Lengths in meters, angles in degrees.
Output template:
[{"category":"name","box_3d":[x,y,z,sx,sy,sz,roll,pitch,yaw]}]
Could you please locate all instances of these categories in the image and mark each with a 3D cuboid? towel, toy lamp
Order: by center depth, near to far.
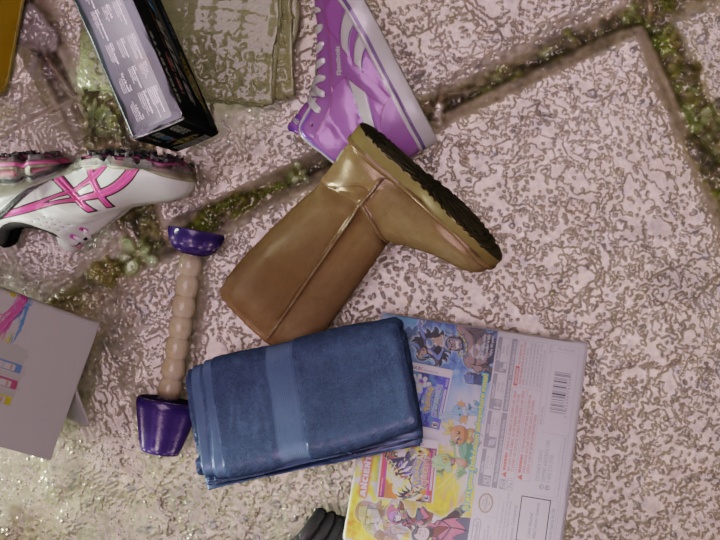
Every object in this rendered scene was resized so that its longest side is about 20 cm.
[{"category":"towel","box_3d":[-0.047,0.111,1.140,0.199,0.049,0.112,-14,70,14]},{"category":"toy lamp","box_3d":[-0.161,0.064,1.200,0.058,0.058,0.201,11,90,6]},{"category":"towel","box_3d":[-0.153,-0.221,1.207,0.199,0.036,0.149,3,91,5]}]

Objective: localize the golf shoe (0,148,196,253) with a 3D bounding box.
[{"category":"golf shoe","box_3d":[-0.237,-0.063,1.201,0.199,0.073,0.092,-1,96,16]}]

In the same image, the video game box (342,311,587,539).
[{"category":"video game box","box_3d":[0.090,0.148,1.155,0.181,0.047,0.201,9,75,4]}]

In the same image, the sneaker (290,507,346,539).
[{"category":"sneaker","box_3d":[-0.050,0.298,1.184,0.099,0.071,0.200,30,87,7]}]

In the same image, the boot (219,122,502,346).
[{"category":"boot","box_3d":[0.000,0.000,1.158,0.175,0.066,0.200,44,109,13]}]

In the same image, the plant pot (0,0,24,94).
[{"category":"plant pot","box_3d":[-0.413,-0.278,1.163,0.176,0.200,0.201,12,92,17]}]

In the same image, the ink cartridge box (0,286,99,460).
[{"category":"ink cartridge box","box_3d":[-0.329,0.072,1.142,0.200,0.128,0.126,24,82,-37]}]

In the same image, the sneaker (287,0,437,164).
[{"category":"sneaker","box_3d":[-0.027,-0.175,1.176,0.114,0.073,0.201,-26,88,7]}]

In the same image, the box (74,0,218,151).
[{"category":"box","box_3d":[-0.188,-0.200,1.113,0.046,0.159,0.201,-23,89,4]}]
